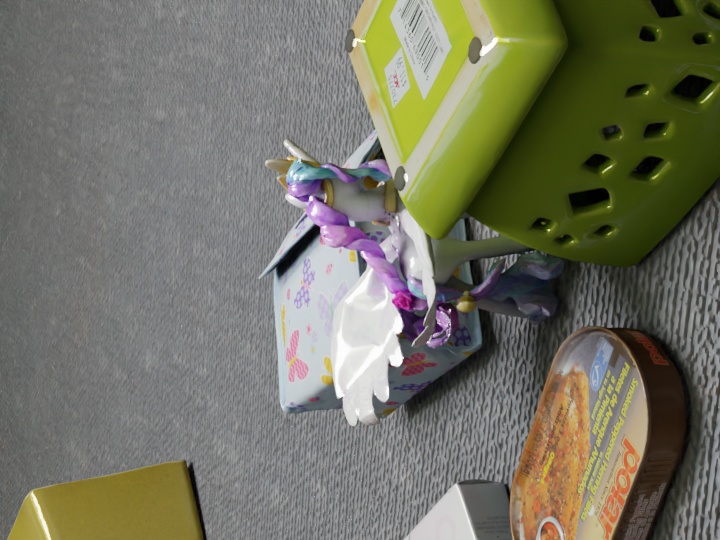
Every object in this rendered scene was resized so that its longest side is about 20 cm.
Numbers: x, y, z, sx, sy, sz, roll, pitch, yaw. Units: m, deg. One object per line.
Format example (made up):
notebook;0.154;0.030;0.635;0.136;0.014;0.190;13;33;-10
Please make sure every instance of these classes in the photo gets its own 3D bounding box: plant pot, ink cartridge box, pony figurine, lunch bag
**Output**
plant pot;0.110;-0.135;0.874;0.199;0.181;0.200;121;141;-46
ink cartridge box;0.083;0.281;1.073;0.163;0.057;0.200;124;143;-47
pony figurine;0.042;-0.009;0.985;0.167;0.200;0.193;-53;44;49
plant pot;-0.282;0.366;1.660;0.200;0.195;0.194;64;144;26
lunch bag;0.000;0.000;1.158;0.170;0.127;0.200;-41;47;54

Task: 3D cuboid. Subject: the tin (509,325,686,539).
tin;0.154;0.130;0.942;0.112;0.042;0.200;-122;41;-53
